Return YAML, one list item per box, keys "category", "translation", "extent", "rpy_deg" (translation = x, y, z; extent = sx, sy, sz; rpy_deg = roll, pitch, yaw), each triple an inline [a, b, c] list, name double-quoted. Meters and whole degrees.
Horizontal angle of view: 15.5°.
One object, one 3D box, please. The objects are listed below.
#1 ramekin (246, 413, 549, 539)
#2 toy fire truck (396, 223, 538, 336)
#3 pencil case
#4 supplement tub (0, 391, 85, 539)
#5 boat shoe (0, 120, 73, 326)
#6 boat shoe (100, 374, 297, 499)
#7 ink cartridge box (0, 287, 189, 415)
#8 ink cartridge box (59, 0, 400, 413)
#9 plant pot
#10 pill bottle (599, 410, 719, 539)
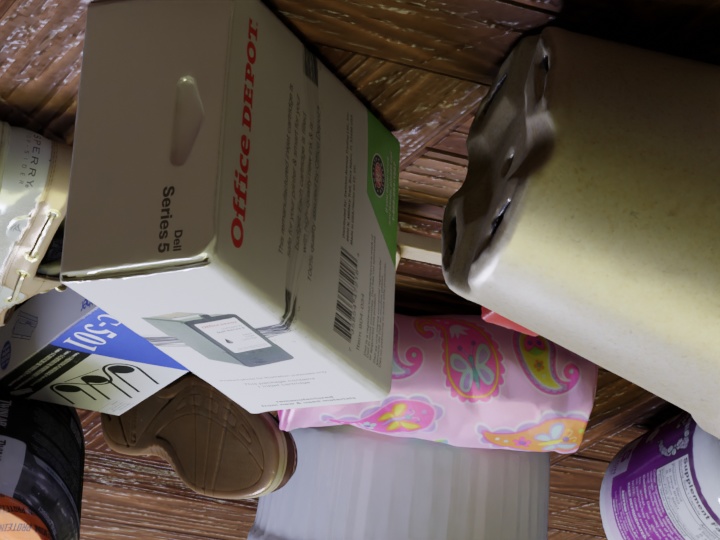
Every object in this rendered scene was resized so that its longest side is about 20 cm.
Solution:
- category: "ramekin"
  translation: [0.029, 0.144, 1.708]
  extent: [0.200, 0.098, 0.200]
  rpy_deg: [6, -177, 0]
- category: "toy fire truck"
  translation: [0.000, 0.000, 1.489]
  extent: [0.199, 0.049, 0.141]
  rpy_deg: [19, 152, -35]
- category: "pencil case"
  translation: [0.043, 0.062, 1.605]
  extent: [0.199, 0.088, 0.087]
  rpy_deg: [5, 158, -6]
- category: "supplement tub"
  translation: [-0.234, 0.145, 1.648]
  extent: [0.122, 0.123, 0.200]
  rpy_deg: [4, -160, -6]
- category: "boat shoe"
  translation: [-0.184, -0.015, 1.432]
  extent: [0.066, 0.074, 0.200]
  rpy_deg: [10, 158, -6]
- category: "boat shoe"
  translation: [-0.089, 0.101, 1.680]
  extent: [0.072, 0.072, 0.200]
  rpy_deg: [3, -177, -35]
- category: "ink cartridge box"
  translation: [-0.147, 0.036, 1.592]
  extent: [0.094, 0.044, 0.200]
  rpy_deg: [12, 157, -25]
- category: "ink cartridge box"
  translation: [-0.057, -0.032, 1.281]
  extent: [0.084, 0.146, 0.200]
  rpy_deg: [-7, 157, 23]
- category: "plant pot"
  translation: [0.145, -0.023, 1.260]
  extent: [0.183, 0.201, 0.200]
  rpy_deg: [19, 155, -13]
- category: "pill bottle"
  translation: [0.247, 0.134, 1.726]
  extent: [0.112, 0.113, 0.200]
  rpy_deg: [11, 157, -22]
